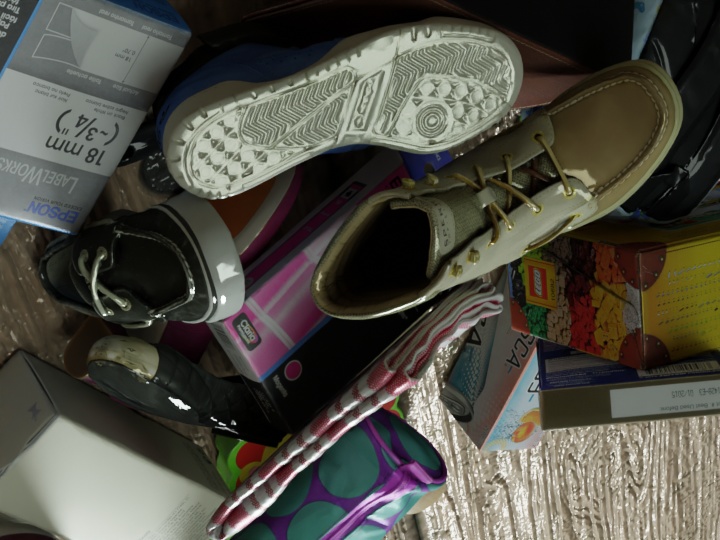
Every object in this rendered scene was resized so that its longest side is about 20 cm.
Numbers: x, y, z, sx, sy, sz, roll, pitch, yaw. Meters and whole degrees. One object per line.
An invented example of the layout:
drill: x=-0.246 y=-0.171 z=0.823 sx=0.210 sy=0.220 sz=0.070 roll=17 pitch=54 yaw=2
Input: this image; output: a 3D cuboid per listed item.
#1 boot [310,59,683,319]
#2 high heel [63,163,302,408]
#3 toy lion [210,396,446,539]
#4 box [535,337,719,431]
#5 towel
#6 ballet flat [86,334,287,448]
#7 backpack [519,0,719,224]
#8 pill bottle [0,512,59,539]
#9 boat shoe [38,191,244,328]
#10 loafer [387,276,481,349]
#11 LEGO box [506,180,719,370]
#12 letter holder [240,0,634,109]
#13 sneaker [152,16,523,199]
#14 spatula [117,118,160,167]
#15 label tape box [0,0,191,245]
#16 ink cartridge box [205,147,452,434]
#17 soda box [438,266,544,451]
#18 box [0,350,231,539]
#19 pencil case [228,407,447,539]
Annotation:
boot: x=0.076 y=-0.041 z=0.859 sx=0.199 sy=0.073 sz=0.154 roll=-34 pitch=173 yaw=29
high heel: x=-0.093 y=0.010 z=0.992 sx=0.200 sy=0.067 sz=0.096 roll=-50 pitch=147 yaw=7
toy lion: x=-0.042 y=0.152 z=1.174 sx=0.200 sy=0.069 sz=0.191 roll=-45 pitch=133 yaw=7
box: x=0.178 y=0.065 z=1.046 sx=0.119 sy=0.200 sz=0.033 roll=-6 pitch=99 yaw=7
towel: x=-0.004 y=0.088 z=0.974 sx=0.200 sy=0.030 sz=0.146 roll=-43 pitch=177 yaw=34
ballet flat: x=-0.103 y=0.067 z=0.970 sx=0.200 sy=0.066 sz=0.058 roll=30 pitch=71 yaw=-59
backpack: x=0.193 y=-0.129 z=1.011 sx=0.162 sy=0.153 sz=0.203 roll=20 pitch=82 yaw=-46
pill bottle: x=-0.221 y=0.236 z=0.994 sx=0.113 sy=0.200 sz=0.115 roll=-20 pitch=138 yaw=-20
boat shoe: x=-0.125 y=0.003 z=0.868 sx=0.063 sy=0.199 sz=0.072 roll=-23 pitch=99 yaw=-26
loafer: x=0.026 y=0.016 z=1.070 sx=0.075 sy=0.068 sz=0.201 roll=36 pitch=94 yaw=-29
LEGO box: x=0.221 y=-0.003 z=1.062 sx=0.198 sy=0.149 sz=0.078 roll=-12 pitch=103 yaw=-26
letter holder: x=0.044 y=-0.169 z=0.911 sx=0.199 sy=0.141 sz=0.102 roll=16 pitch=74 yaw=-41
sneaker: x=-0.018 y=-0.102 z=0.855 sx=0.198 sy=0.111 sz=0.078 roll=-19 pitch=119 yaw=-8
spatula: x=-0.063 y=-0.102 z=0.942 sx=0.198 sy=0.021 sz=0.057 roll=-22 pitch=125 yaw=-17
label tape box: x=-0.200 y=-0.076 z=0.826 sx=0.143 sy=0.063 sz=0.201 roll=14 pitch=116 yaw=-44
ink cartridge box: x=0.000 y=0.000 z=0.975 sx=0.200 sy=0.037 sz=0.095 roll=-43 pitch=122 yaw=-20
soda box: x=0.137 y=0.041 z=1.198 sx=0.063 sy=0.069 sz=0.201 roll=3 pitch=124 yaw=-37
box: x=-0.174 y=0.134 z=1.039 sx=0.082 sy=0.068 sz=0.200 roll=-44 pitch=140 yaw=5
pencil case: x=-0.031 y=0.186 z=1.109 sx=0.085 sy=0.093 sz=0.200 roll=39 pitch=101 yaw=-18
